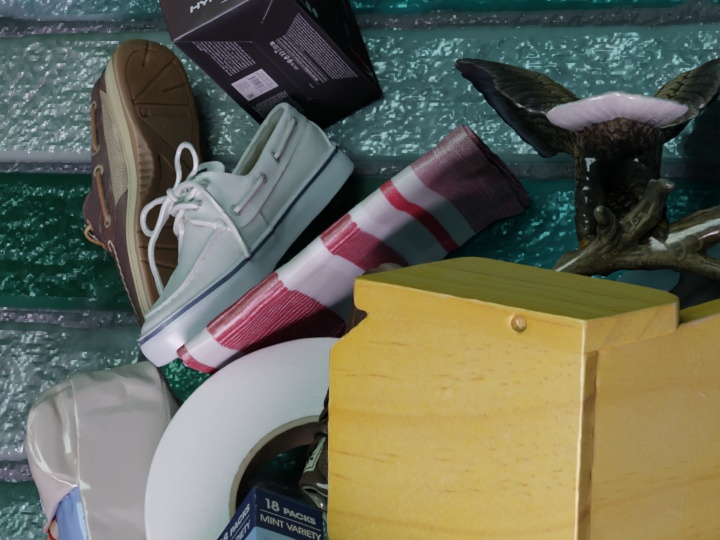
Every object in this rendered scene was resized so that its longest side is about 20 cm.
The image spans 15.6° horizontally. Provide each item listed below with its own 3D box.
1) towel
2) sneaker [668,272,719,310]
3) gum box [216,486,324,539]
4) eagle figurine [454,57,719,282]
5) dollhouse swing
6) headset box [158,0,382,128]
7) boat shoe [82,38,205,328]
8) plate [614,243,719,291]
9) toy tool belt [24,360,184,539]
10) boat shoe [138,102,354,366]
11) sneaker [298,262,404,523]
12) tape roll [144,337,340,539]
[{"bbox_3d":[0.000,0.000,1.460,0.200,0.144,0.023,-38,72,6],"label":"towel"},{"bbox_3d":[0.129,0.071,1.385,0.200,0.076,0.091,-31,48,3],"label":"sneaker"},{"bbox_3d":[-0.069,0.234,1.268,0.170,0.044,0.200,-56,25,31],"label":"gum box"},{"bbox_3d":[0.134,-0.066,1.387,0.151,0.152,0.200,-40,29,30],"label":"eagle figurine"},{"bbox_3d":[0.106,0.091,1.311,0.181,0.176,0.201,11,110,31],"label":"dollhouse swing"},{"bbox_3d":[-0.074,-0.197,1.584,0.077,0.149,0.200,-26,58,14],"label":"headset box"},{"bbox_3d":[-0.132,-0.038,1.599,0.072,0.072,0.201,-34,63,46],"label":"boat shoe"},{"bbox_3d":[0.181,0.074,1.406,0.200,0.026,0.201,-11,63,22],"label":"plate"},{"bbox_3d":[-0.132,0.161,1.486,0.124,0.123,0.201,-8,67,-14],"label":"toy tool belt"},{"bbox_3d":[-0.082,-0.033,1.497,0.075,0.086,0.202,-29,17,49],"label":"boat shoe"},{"bbox_3d":[0.004,0.089,1.378,0.075,0.070,0.201,-1,67,-16],"label":"sneaker"},{"bbox_3d":[-0.018,0.133,1.420,0.202,0.037,0.203,1,65,-3],"label":"tape roll"}]
